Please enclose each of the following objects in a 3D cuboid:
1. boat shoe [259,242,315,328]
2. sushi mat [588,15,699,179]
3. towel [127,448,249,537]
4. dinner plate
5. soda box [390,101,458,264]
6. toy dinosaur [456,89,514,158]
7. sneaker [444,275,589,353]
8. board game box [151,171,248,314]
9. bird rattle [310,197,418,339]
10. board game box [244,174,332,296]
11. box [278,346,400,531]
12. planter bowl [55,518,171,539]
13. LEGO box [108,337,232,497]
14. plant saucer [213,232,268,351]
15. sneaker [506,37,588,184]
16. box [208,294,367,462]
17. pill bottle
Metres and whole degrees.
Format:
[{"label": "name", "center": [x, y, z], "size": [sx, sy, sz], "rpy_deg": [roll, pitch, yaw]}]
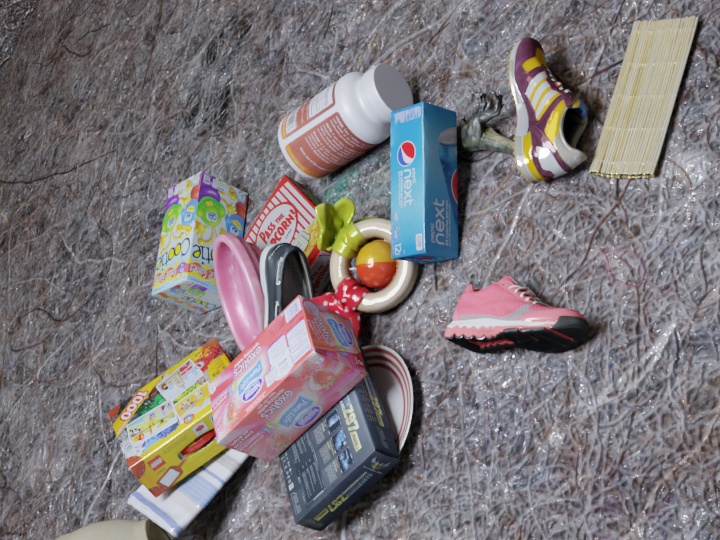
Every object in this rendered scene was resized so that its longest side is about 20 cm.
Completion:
[{"label": "boat shoe", "center": [-0.095, 0.061, 1.499], "size": [0.060, 0.075, 0.201], "rpy_deg": [3, 110, 53]}, {"label": "sushi mat", "center": [0.328, -0.201, 1.241], "size": [0.095, 0.012, 0.201], "rpy_deg": [7, 76, 51]}, {"label": "towel", "center": [-0.245, 0.293, 1.582], "size": [0.200, 0.024, 0.147], "rpy_deg": [-48, 35, -19]}, {"label": "dinner plate", "center": [0.003, 0.196, 1.403], "size": [0.200, 0.024, 0.201], "rpy_deg": [-26, 53, 39]}, {"label": "soda box", "center": [0.084, -0.114, 1.405], "size": [0.064, 0.068, 0.201], "rpy_deg": [-9, 77, 47]}, {"label": "toy dinosaur", "center": [0.158, -0.194, 1.417], "size": [0.200, 0.047, 0.089], "rpy_deg": [20, 95, 51]}, {"label": "sneaker", "center": [0.178, 0.044, 1.237], "size": [0.200, 0.074, 0.087], "rpy_deg": [-5, 65, 49]}, {"label": "board game box", "center": [-0.268, -0.045, 1.793], "size": [0.103, 0.105, 0.201], "rpy_deg": [-20, 56, 42]}, {"label": "bird rattle", "center": [0.000, 0.000, 1.456], "size": [0.162, 0.113, 0.201], "rpy_deg": [-8, 68, 28]}, {"label": "board game box", "center": [-0.102, -0.037, 1.638], "size": [0.152, 0.046, 0.200], "rpy_deg": [-57, 38, 10]}, {"label": "box", "center": [-0.040, 0.210, 1.387], "size": [0.158, 0.051, 0.200], "rpy_deg": [-47, 40, 23]}, {"label": "planter bowl", "center": [-0.338, 0.447, 1.559], "size": [0.134, 0.201, 0.201], "rpy_deg": [-29, 44, 1]}, {"label": "LEGO box", "center": [-0.261, 0.217, 1.595], "size": [0.200, 0.077, 0.149], "rpy_deg": [-35, 37, -5]}, {"label": "plant saucer", "center": [-0.165, 0.038, 1.601], "size": [0.201, 0.051, 0.201], "rpy_deg": [51, 150, 45]}, {"label": "sneaker", "center": [0.237, -0.206, 1.314], "size": [0.090, 0.075, 0.201], "rpy_deg": [-17, 64, 35]}, {"label": "box", "center": [-0.097, 0.142, 1.374], "size": [0.200, 0.094, 0.103], "rpy_deg": [-45, 39, 24]}, {"label": "pill bottle", "center": [-0.021, -0.224, 1.590], "size": [0.200, 0.112, 0.113], "rpy_deg": [-27, 51, 39]}]
